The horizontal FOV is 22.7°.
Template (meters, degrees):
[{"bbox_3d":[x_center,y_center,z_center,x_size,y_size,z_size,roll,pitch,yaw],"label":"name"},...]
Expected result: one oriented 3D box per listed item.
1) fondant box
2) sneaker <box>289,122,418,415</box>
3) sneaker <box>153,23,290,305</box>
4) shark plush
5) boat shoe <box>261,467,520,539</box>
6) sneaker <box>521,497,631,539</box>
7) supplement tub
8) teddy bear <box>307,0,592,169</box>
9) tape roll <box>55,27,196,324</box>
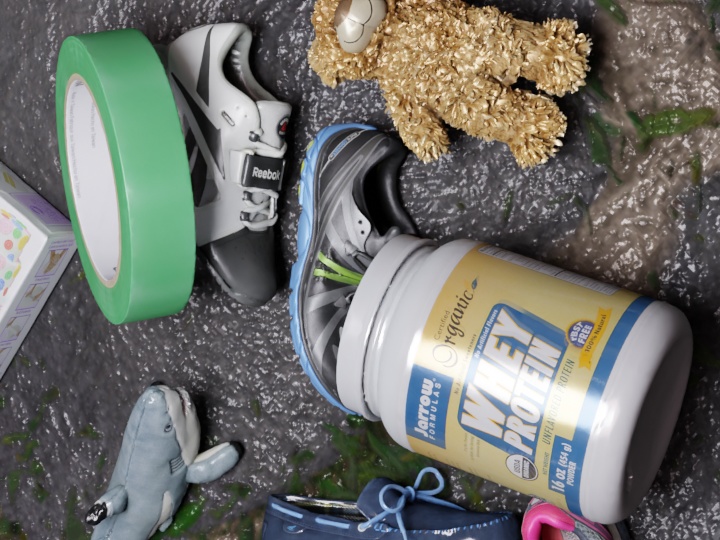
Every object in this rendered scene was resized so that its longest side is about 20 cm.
[{"bbox_3d":[-0.322,0.012,1.388,0.144,0.058,0.201,38,108,18],"label":"fondant box"},{"bbox_3d":[0.000,0.000,1.234,0.082,0.071,0.202,2,91,30],"label":"sneaker"},{"bbox_3d":[-0.084,-0.078,1.259,0.088,0.074,0.202,-19,86,26],"label":"sneaker"},{"bbox_3d":[-0.179,0.163,1.317,0.091,0.083,0.200,46,109,15],"label":"shark plush"},{"bbox_3d":[0.013,0.175,1.235,0.198,0.084,0.070,-8,86,22],"label":"boat shoe"},{"bbox_3d":[0.158,0.238,1.176,0.080,0.075,0.202,-30,82,23],"label":"sneaker"},{"bbox_3d":[0.099,0.064,1.153,0.198,0.144,0.146,18,100,22],"label":"supplement tub"},{"bbox_3d":[0.055,-0.143,1.189,0.199,0.067,0.146,39,121,6],"label":"teddy bear"},{"bbox_3d":[-0.166,-0.065,1.249,0.048,0.200,0.203,-11,90,-20],"label":"tape roll"}]
